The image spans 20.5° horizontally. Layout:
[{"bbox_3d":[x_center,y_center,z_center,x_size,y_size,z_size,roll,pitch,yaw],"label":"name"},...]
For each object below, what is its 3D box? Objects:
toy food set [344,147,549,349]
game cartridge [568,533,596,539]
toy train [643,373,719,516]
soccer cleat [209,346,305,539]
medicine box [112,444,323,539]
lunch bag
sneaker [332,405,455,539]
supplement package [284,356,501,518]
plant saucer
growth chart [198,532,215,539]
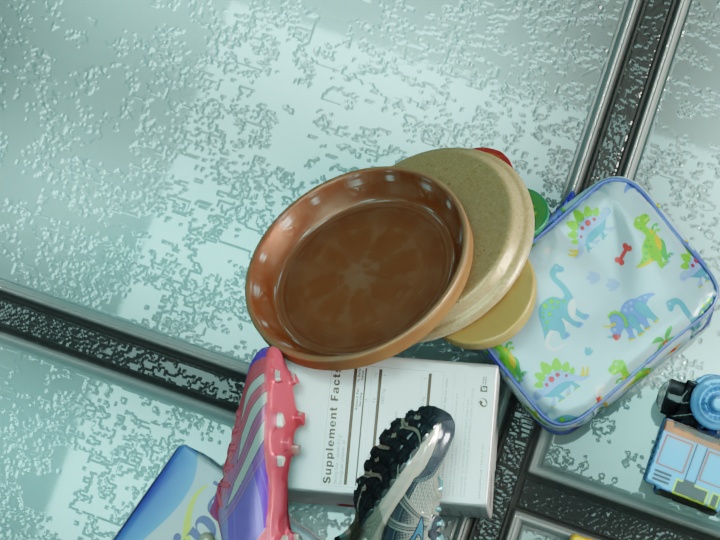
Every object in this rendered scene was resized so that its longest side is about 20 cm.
[{"bbox_3d":[0.064,-0.022,1.700,0.198,0.049,0.200,-5,57,26],"label":"toy food set"},{"bbox_3d":[0.234,0.343,1.674,0.175,0.032,0.202,16,84,8],"label":"game cartridge"},{"bbox_3d":[0.336,0.161,1.673,0.198,0.087,0.115,20,91,6],"label":"toy train"},{"bbox_3d":[-0.088,0.163,1.598,0.076,0.067,0.202,-3,85,18],"label":"soccer cleat"},{"bbox_3d":[-0.117,0.279,1.680,0.199,0.103,0.183,34,84,10],"label":"medicine box"},{"bbox_3d":[0.196,0.027,1.708,0.200,0.082,0.161,-40,79,-2],"label":"lunch bag"},{"bbox_3d":[0.035,0.202,1.589,0.086,0.078,0.201,22,104,-17],"label":"sneaker"},{"bbox_3d":[0.016,0.139,1.684,0.198,0.121,0.121,4,79,7],"label":"supplement package"},{"bbox_3d":[0.000,0.000,1.656,0.198,0.032,0.202,-14,48,15],"label":"plant saucer"},{"bbox_3d":[-0.093,0.322,1.608,0.200,0.018,0.145,41,85,11],"label":"growth chart"}]
